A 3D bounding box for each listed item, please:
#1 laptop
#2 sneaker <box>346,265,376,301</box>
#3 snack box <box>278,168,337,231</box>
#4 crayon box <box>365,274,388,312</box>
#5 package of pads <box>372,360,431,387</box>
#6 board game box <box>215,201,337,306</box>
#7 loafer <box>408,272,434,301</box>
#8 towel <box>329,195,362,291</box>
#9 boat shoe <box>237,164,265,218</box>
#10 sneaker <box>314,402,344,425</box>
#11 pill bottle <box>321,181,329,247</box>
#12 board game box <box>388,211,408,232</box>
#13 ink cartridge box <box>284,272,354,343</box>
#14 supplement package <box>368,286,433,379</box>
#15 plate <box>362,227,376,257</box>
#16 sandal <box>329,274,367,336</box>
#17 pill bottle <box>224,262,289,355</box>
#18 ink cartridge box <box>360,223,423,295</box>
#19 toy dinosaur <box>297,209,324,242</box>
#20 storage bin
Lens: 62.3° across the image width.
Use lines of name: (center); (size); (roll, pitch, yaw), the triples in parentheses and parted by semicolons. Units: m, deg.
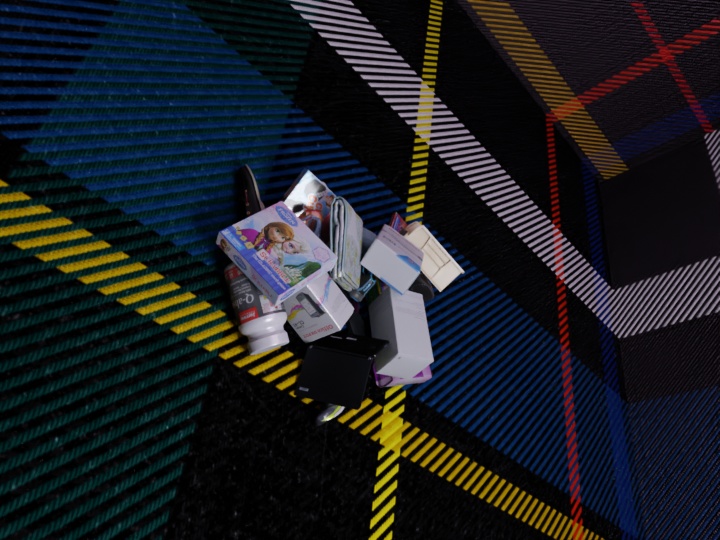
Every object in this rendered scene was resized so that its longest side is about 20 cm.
laptop: (-0.042, 0.236, 1.460); (0.199, 0.173, 0.106); (-30, 125, -65)
sneaker: (0.000, 0.000, 1.646); (0.073, 0.082, 0.202); (37, 22, -33)
snack box: (-0.157, -0.140, 1.508); (0.116, 0.037, 0.202); (38, 88, -29)
crayon box: (0.075, 0.088, 1.743); (0.117, 0.058, 0.205); (1, 71, -49)
package of pads: (0.116, 0.262, 1.691); (0.197, 0.075, 0.124); (6, 64, -48)
board game box: (-0.182, -0.045, 1.323); (0.200, 0.041, 0.198); (44, 45, 12)
loafer: (0.176, 0.022, 1.867); (0.201, 0.071, 0.072); (53, 31, -39)
towel: (-0.037, -0.062, 1.494); (0.171, 0.047, 0.206); (47, 45, -70)
boat shoe: (-0.271, -0.172, 1.457); (0.062, 0.074, 0.205); (-17, 66, -8)
sneaker: (-0.074, 0.297, 1.466); (0.081, 0.073, 0.201); (47, 34, -12)
pill bottle: (-0.093, -0.126, 1.611); (0.203, 0.111, 0.112); (58, 39, -10)
board game box: (0.117, -0.086, 1.911); (0.103, 0.019, 0.203); (46, 43, -26)
ink cartridge box: (-0.131, 0.062, 1.445); (0.202, 0.146, 0.086); (54, 43, -14)
supplement package: (0.104, 0.166, 1.582); (0.115, 0.117, 0.204); (16, 50, -28)
plate: (0.034, -0.062, 1.746); (0.197, 0.026, 0.201); (31, 23, -14)
sandal: (-0.028, 0.096, 1.627); (0.075, 0.047, 0.204); (-37, 100, -51)
pill bottle: (-0.231, 0.077, 1.346); (0.114, 0.114, 0.205); (-6, 76, -50)
ink cartridge box: (0.090, -0.034, 1.618); (0.144, 0.084, 0.200); (36, 18, -1)
toy dinosaur: (-0.127, -0.066, 1.504); (0.200, 0.102, 0.186); (-48, 154, -76)
storage bin: (0.203, -0.051, 1.810); (0.199, 0.093, 0.200); (48, 6, -6)
